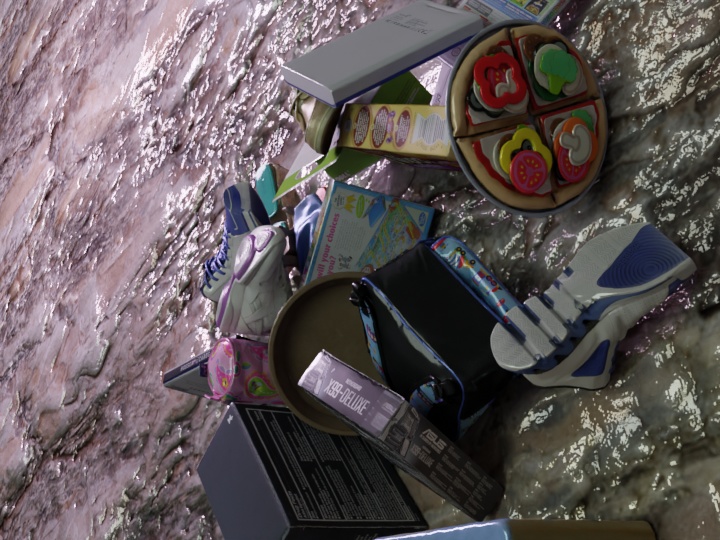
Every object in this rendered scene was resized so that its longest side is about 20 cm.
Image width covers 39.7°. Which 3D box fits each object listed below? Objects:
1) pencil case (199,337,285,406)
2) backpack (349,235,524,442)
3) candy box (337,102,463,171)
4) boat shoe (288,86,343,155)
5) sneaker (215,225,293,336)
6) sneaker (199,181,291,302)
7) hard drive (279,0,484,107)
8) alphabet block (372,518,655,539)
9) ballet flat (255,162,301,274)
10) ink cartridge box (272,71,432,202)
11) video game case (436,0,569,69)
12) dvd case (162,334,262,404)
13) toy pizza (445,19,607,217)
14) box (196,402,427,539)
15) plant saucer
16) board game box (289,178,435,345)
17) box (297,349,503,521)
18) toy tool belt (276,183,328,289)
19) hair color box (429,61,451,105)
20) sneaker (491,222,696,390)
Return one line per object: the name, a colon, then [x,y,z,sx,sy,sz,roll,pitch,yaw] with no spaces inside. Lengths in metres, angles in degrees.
pencil case: [-0.100,0.138,1.279,0.087,0.200,0.088,-24,61,53]
backpack: [0.088,0.085,1.088,0.183,0.134,0.200,47,162,26]
candy box: [0.078,-0.144,1.089,0.200,0.116,0.057,12,92,53]
boat shoe: [-0.055,-0.192,1.183,0.200,0.065,0.072,-85,14,-65]
sneaker: [-0.115,0.015,1.252,0.200,0.099,0.075,121,159,-49]
sneaker: [-0.165,-0.011,1.317,0.081,0.115,0.200,-99,-5,-48]
hard drive: [0.023,-0.252,1.141,0.132,0.200,0.025,37,151,53]
alphabet block: [0.145,0.334,0.905,0.195,0.200,0.197,-23,63,47]
ballet flat: [-0.109,-0.064,1.458,0.068,0.067,0.201,-22,64,42]
ink cartridge box: [-0.011,-0.156,1.269,0.148,0.076,0.200,-25,30,48]
video game case: [0.173,-0.304,1.134,0.200,0.018,0.143,-48,37,9]
dvd case: [-0.165,0.147,1.405,0.200,0.150,0.025,-27,51,46]
toy pizza: [0.174,-0.154,0.997,0.032,0.200,0.201,-8,74,63]
box: [-0.064,0.272,1.197,0.123,0.198,0.200,-60,40,23]
plant saucer: [-0.012,0.099,1.208,0.029,0.200,0.201,-107,33,-83]
board game box: [0.000,0.000,1.240,0.034,0.134,0.201,-142,68,-75]
box: [0.043,0.180,1.081,0.050,0.200,0.158,-53,35,-10]
toy tool belt: [-0.053,-0.045,1.332,0.125,0.123,0.200,-44,48,37]
hair color box: [0.159,-0.169,1.136,0.200,0.065,0.110,27,103,51]
sneaker: [0.227,0.048,0.967,0.199,0.115,0.081,-36,49,4]
